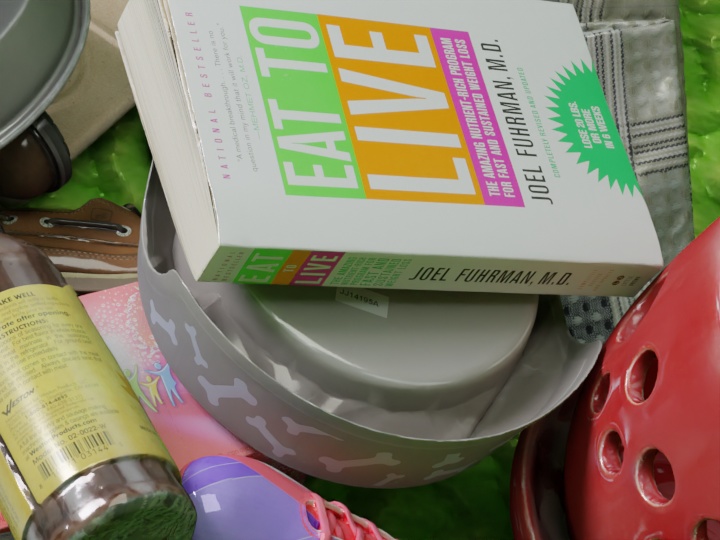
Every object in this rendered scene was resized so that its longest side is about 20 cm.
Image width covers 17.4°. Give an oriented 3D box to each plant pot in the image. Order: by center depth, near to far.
[{"bbox_3d":[0.174,0.088,0.963,0.199,0.183,0.201,19,48,-23],"label":"plant pot"}]

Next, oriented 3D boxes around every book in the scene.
[{"bbox_3d":[0.014,-0.052,0.936,0.199,0.048,0.134,2,55,-30],"label":"book"}]

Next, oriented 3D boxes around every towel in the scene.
[{"bbox_3d":[0.073,-0.035,1.073,0.191,0.035,0.201,-6,90,-20],"label":"towel"}]

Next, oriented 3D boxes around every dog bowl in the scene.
[{"bbox_3d":[0.000,0.000,0.952,0.199,0.059,0.201,14,48,-16],"label":"dog bowl"}]

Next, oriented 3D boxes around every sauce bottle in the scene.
[{"bbox_3d":[-0.127,0.032,0.874,0.064,0.065,0.200,-14,51,-26],"label":"sauce bottle"}]

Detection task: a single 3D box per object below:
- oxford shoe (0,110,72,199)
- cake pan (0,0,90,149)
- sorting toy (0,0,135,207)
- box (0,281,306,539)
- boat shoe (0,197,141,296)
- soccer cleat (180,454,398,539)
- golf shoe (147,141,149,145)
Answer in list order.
[{"bbox_3d":[-0.219,-0.057,1.032,0.199,0.073,0.085,14,49,24],"label":"oxford shoe"},{"bbox_3d":[-0.216,-0.106,1.003,0.199,0.037,0.201,-6,46,7],"label":"cake pan"},{"bbox_3d":[-0.173,-0.137,1.147,0.185,0.037,0.200,34,56,12],"label":"sorting toy"},{"bbox_3d":[-0.129,0.080,0.947,0.199,0.103,0.095,-15,59,-26],"label":"box"},{"bbox_3d":[-0.110,-0.001,1.034,0.199,0.072,0.068,3,54,-15],"label":"boat shoe"},{"bbox_3d":[0.005,0.123,0.912,0.200,0.076,0.067,44,36,-39],"label":"soccer cleat"},{"bbox_3d":[-0.006,-0.051,1.095,0.199,0.092,0.075,27,49,2],"label":"golf shoe"}]
